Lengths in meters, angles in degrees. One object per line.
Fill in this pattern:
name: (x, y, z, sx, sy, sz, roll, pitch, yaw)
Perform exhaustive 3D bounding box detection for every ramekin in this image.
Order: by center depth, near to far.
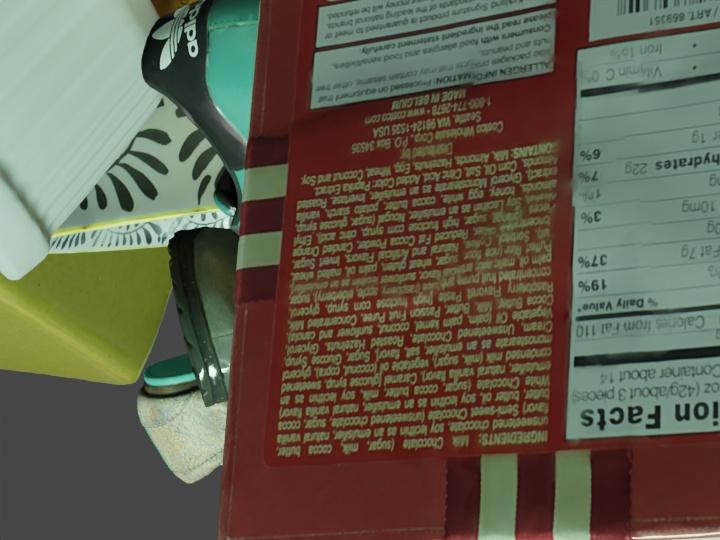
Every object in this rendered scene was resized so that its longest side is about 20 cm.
ramekin: (-0.150, -0.100, 0.624, 0.202, 0.094, 0.202, 45, 170, 10)

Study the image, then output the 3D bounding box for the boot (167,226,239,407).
boot: (0.000, 0.000, 0.760, 0.130, 0.068, 0.200, -12, -175, 9)

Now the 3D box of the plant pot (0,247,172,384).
plant pot: (-0.226, -0.068, 1.064, 0.193, 0.197, 0.200, 3, 158, 41)

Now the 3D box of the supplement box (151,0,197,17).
supplement box: (0.025, -0.075, 0.667, 0.199, 0.069, 0.067, 19, 174, 7)

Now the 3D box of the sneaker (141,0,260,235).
sneaker: (0.004, -0.029, 0.584, 0.079, 0.072, 0.200, -1, 150, 27)

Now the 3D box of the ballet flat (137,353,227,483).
ballet flat: (-0.003, 0.054, 0.867, 0.199, 0.068, 0.068, -15, -169, 0)

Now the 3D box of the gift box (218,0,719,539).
gift box: (0.090, -0.004, 0.462, 0.183, 0.201, 0.187, -2, 160, 30)

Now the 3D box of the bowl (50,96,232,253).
bowl: (-0.053, -0.065, 0.786, 0.199, 0.095, 0.201, -6, 179, 0)
